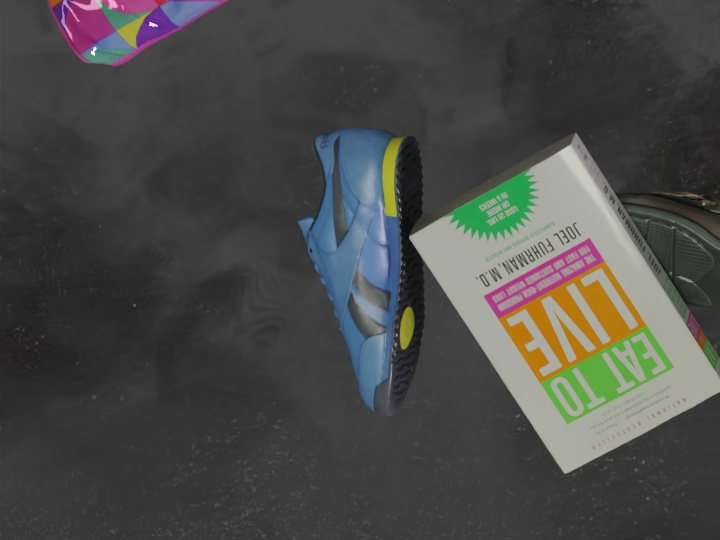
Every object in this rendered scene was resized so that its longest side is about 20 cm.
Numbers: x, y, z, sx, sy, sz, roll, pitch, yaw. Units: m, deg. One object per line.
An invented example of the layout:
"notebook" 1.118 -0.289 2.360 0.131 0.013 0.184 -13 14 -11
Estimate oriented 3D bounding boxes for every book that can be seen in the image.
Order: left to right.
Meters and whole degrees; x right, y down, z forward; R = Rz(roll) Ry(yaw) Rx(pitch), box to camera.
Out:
"book" 0.143 0.021 1.748 0.133 0.048 0.201 -29 104 25

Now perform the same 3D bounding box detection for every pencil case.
"pencil case" -0.112 -0.208 1.722 0.199 0.088 0.089 -25 101 15

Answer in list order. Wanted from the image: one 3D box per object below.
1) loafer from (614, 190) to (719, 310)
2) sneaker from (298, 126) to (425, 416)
"loafer" 0.252 -0.013 1.745 0.199 0.063 0.072 19 135 15
"sneaker" 0.000 0.000 1.777 0.078 0.066 0.202 4 106 18
